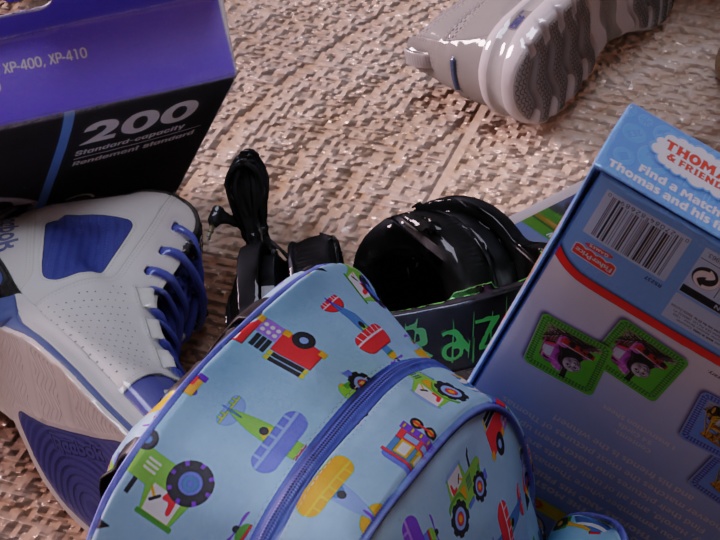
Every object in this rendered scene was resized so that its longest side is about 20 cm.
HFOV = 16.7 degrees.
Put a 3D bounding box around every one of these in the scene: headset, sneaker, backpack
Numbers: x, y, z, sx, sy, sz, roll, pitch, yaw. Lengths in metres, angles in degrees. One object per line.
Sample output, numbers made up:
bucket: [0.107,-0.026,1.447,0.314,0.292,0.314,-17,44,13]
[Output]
headset: [0.000,0.000,0.913,0.123,0.094,0.200,-14,8,-24]
sneaker: [-0.094,0.021,0.959,0.115,0.081,0.199,-26,42,-27]
sneaker: [0.096,-0.145,1.185,0.082,0.075,0.200,18,38,29]
backpack: [-0.003,0.109,0.742,0.134,0.201,0.183,21,41,26]

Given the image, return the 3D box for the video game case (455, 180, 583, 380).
video game case: [0.092,0.046,0.975,0.182,0.022,0.200,-26,43,-30]

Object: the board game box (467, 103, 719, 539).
board game box: [0.108,0.055,0.777,0.151,0.200,0.037,30,49,3]

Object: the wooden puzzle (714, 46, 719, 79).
wooden puzzle: [0.249,-0.174,1.107,0.046,0.185,0.200,43,78,9]

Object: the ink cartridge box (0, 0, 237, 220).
ink cartridge box: [-0.152,-0.056,0.975,0.197,0.200,0.044,-15,72,-20]
